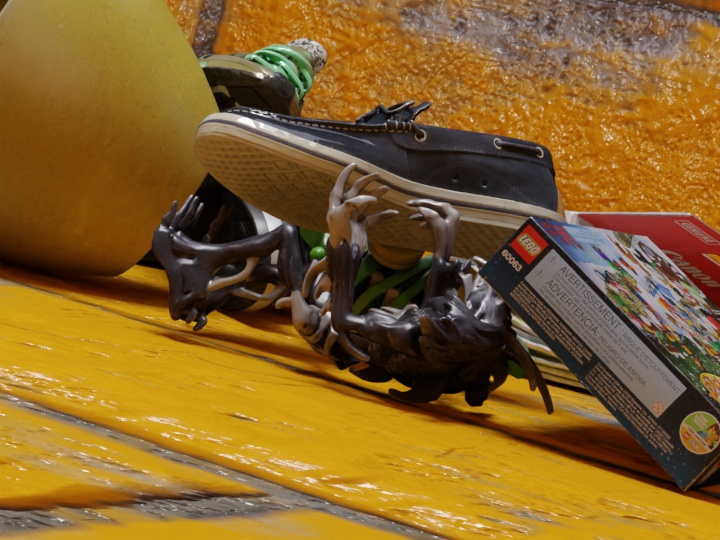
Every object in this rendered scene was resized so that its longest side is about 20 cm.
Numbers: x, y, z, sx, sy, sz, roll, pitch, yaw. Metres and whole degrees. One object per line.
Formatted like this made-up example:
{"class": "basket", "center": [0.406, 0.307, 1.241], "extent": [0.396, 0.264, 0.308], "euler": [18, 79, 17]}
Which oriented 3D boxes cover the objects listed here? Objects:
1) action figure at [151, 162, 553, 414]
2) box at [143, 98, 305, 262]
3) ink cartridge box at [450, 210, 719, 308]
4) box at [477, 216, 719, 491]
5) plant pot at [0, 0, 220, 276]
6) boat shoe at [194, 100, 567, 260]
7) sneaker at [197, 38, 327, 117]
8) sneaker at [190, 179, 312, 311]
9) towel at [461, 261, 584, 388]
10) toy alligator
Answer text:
{"class": "action figure", "center": [0.005, 0.004, 1.223], "extent": [0.200, 0.102, 0.119], "euler": [14, -8, 22]}
{"class": "box", "center": [-0.165, -0.080, 1.625], "extent": [0.200, 0.125, 0.148], "euler": [12, 4, -35]}
{"class": "ink cartridge box", "center": [0.184, 0.012, 1.674], "extent": [0.176, 0.045, 0.200], "euler": [4, -17, 41]}
{"class": "box", "center": [0.144, 0.039, 1.231], "extent": [0.137, 0.038, 0.200], "euler": [46, 14, 16]}
{"class": "plant pot", "center": [-0.157, -0.078, 1.377], "extent": [0.142, 0.200, 0.200], "euler": [37, -2, -15]}
{"class": "boat shoe", "center": [0.012, -0.053, 1.306], "extent": [0.200, 0.062, 0.075], "euler": [12, -23, -18]}
{"class": "sneaker", "center": [-0.057, -0.107, 1.480], "extent": [0.077, 0.089, 0.200], "euler": [47, -10, -8]}
{"class": "sneaker", "center": [-0.029, -0.009, 1.472], "extent": [0.121, 0.084, 0.200], "euler": [3, 5, -14]}
{"class": "towel", "center": [0.125, 0.040, 1.563], "extent": [0.171, 0.048, 0.200], "euler": [18, 4, 3]}
{"class": "toy alligator", "center": [0.000, 0.000, 1.353], "extent": [0.200, 0.059, 0.054], "euler": [40, 51, 14]}
